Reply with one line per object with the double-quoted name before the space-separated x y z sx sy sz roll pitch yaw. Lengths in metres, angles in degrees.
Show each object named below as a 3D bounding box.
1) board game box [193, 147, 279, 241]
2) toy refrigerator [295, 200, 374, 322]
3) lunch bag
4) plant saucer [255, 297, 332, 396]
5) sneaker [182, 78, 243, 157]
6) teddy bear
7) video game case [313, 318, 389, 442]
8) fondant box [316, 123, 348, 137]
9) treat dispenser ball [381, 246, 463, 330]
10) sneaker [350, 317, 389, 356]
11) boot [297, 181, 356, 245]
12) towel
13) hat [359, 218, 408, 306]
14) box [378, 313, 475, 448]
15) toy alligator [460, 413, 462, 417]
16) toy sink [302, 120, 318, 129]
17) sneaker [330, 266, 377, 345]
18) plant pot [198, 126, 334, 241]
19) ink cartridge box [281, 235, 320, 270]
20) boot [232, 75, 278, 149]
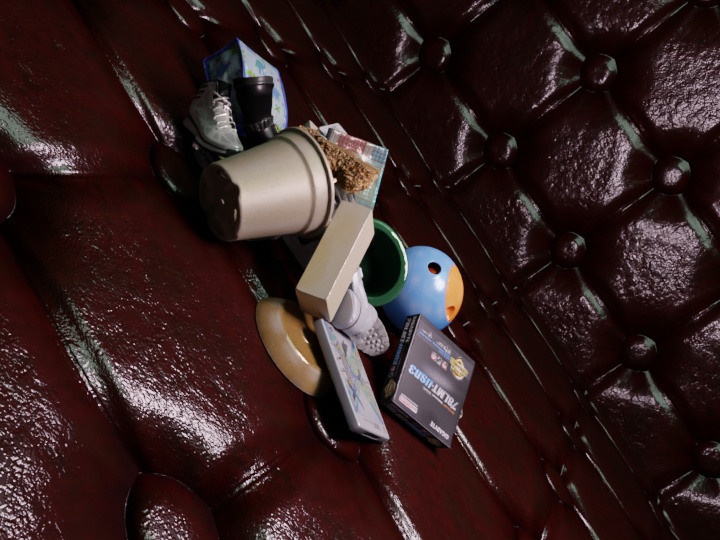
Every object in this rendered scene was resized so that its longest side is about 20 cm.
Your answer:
"board game box" -0.231 -0.150 1.602 0.202 0.034 0.126 58 20 8
"toy refrigerator" -0.046 -0.019 1.482 0.077 0.069 0.203 81 32 -58
"lunch bag" -0.242 -0.365 1.801 0.169 0.126 0.204 21 47 -58
"plant saucer" -0.103 0.123 1.448 0.200 0.035 0.202 47 20 -22
"sneaker" -0.267 -0.291 1.545 0.074 0.117 0.200 5 26 -41
"teddy bear" -0.061 -0.206 1.550 0.197 0.068 0.145 30 16 -2
"video game case" -0.014 0.199 1.473 0.203 0.022 0.182 69 10 23
"fondant box" -0.118 -0.219 1.740 0.058 0.199 0.144 48 19 0
"treat dispenser ball" 0.140 0.047 1.914 0.201 0.199 0.202 46 20 -22
"sneaker" -0.010 0.086 1.689 0.201 0.076 0.081 50 11 -15
"boot" -0.083 -0.157 1.596 0.068 0.128 0.204 154 -83 -79
"towel" -0.029 -0.165 1.654 0.144 0.205 0.022 15 2 -28
"hat" 0.000 0.000 1.707 0.202 0.164 0.176 58 -17 -6
"box" 0.140 0.227 1.694 0.200 0.049 0.202 42 54 -31
"toy alligator" 0.147 0.275 1.778 0.054 0.060 0.199 13 -16 45
"toy sink" -0.095 -0.219 1.910 0.199 0.130 0.113 41 22 -32
"sneaker" -0.022 0.040 1.563 0.115 0.073 0.204 56 24 -52
"plant pot" -0.176 -0.136 1.456 0.181 0.201 0.203 -19 71 -39
"ink cartridge box" -0.094 -0.092 1.764 0.149 0.085 0.200 54 17 -1
"boot" -0.196 -0.284 1.615 0.211 0.077 0.162 141 -59 -86
